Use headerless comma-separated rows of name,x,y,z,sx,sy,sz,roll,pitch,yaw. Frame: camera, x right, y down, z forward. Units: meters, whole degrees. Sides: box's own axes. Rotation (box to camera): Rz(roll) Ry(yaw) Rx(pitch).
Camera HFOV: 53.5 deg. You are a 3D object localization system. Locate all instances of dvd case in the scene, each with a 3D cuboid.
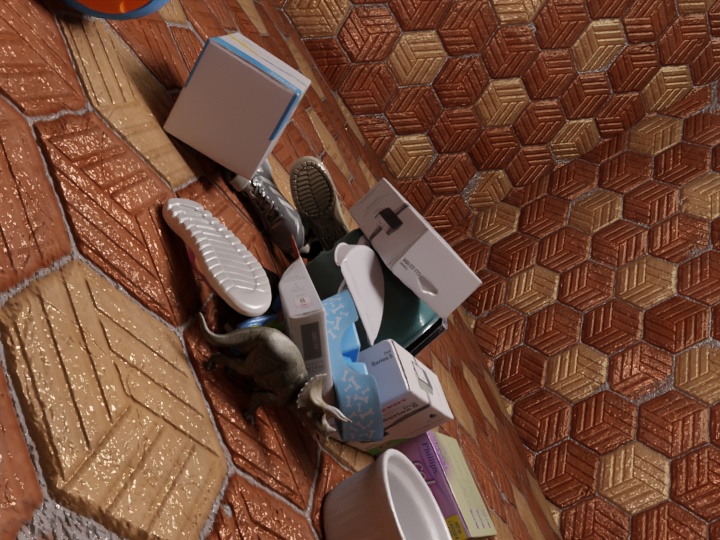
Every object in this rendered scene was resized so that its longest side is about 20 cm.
dvd case,0.071,0.141,1.206,0.016,0.200,0.149,47,12,-3

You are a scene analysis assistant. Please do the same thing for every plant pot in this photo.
plant pot,0.000,0.050,1.171,0.196,0.200,0.200,54,11,1

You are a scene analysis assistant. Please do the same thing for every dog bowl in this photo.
dog bowl,-0.020,0.123,0.907,0.112,0.049,0.201,99,-23,-61

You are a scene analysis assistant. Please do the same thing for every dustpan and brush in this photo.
dustpan and brush,0.000,0.000,1.038,0.200,0.057,0.140,-62,138,-52

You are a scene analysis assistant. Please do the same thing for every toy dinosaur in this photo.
toy dinosaur,-0.101,0.104,0.785,0.200,0.102,0.077,58,11,-21

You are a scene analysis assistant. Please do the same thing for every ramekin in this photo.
ramekin,0.038,0.331,0.867,0.201,0.097,0.201,57,13,-20

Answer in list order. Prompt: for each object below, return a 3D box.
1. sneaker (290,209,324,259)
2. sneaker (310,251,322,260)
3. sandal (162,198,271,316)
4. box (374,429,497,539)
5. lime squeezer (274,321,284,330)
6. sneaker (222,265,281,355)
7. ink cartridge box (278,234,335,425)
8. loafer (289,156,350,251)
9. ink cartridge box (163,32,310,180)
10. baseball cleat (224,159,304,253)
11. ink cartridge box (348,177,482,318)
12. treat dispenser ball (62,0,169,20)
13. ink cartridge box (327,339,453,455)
sneaker,-0.096,-0.062,1.311,0.088,0.075,0.200,69,21,1
sneaker,-0.026,-0.017,1.415,0.080,0.095,0.200,62,11,2
sandal,-0.170,-0.010,0.837,0.082,0.050,0.203,1,41,-46
box,0.126,0.367,1.168,0.177,0.096,0.200,67,12,25
lime squeezer,-0.079,0.096,1.066,0.200,0.038,0.071,47,18,-53
sneaker,-0.141,0.042,0.880,0.083,0.071,0.200,42,15,-11
ink cartridge box,-0.080,0.070,0.911,0.200,0.057,0.163,-126,-154,-56
loafer,-0.072,-0.114,1.215,0.068,0.075,0.201,-116,-176,-50
ink cartridge box,-0.178,-0.254,1.079,0.146,0.147,0.200,30,19,-10
baseball cleat,-0.165,-0.115,1.164,0.106,0.070,0.201,2,54,-61
ink cartridge box,0.081,-0.037,1.099,0.144,0.084,0.200,42,9,-32
treat dispenser ball,-0.305,-0.411,0.869,0.201,0.200,0.201,57,12,-19
ink cartridge box,0.031,0.191,1.044,0.200,0.145,0.084,42,23,-57
